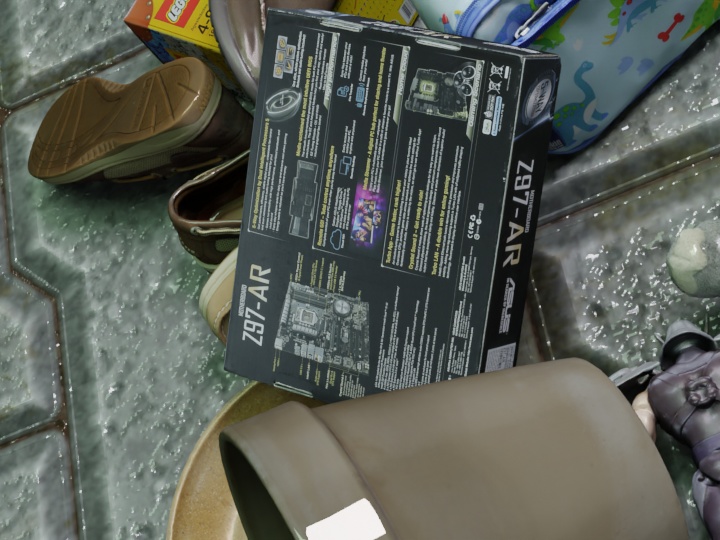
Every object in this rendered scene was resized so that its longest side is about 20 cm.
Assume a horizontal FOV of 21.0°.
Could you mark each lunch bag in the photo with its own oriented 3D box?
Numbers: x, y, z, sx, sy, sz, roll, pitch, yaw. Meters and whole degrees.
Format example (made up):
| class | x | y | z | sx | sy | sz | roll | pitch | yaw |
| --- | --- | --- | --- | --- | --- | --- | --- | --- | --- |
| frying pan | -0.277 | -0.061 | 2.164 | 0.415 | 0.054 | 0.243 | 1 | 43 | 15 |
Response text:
| class | x | y | z | sx | sy | sz | roll | pitch | yaw |
| --- | --- | --- | --- | --- | --- | --- | --- | --- | --- |
| lunch bag | 0.131 | -0.170 | 1.070 | 0.200 | 0.161 | 0.083 | -41 | 52 | 1 |

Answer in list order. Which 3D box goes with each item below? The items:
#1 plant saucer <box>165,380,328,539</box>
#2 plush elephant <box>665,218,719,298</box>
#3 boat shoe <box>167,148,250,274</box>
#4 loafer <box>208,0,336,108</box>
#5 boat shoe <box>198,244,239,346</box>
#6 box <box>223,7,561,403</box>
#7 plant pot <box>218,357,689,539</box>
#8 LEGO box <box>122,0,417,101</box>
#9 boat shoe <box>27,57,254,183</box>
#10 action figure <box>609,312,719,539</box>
| class | x | y | z | sx | sy | sz | roll | pitch | yaw |
| --- | --- | --- | --- | --- | --- | --- | --- | --- | --- |
| plant saucer | -0.011 | 0.138 | 1.054 | 0.198 | 0.035 | 0.202 | -12 | 59 | 21 |
| plush elephant | 0.238 | -0.052 | 0.912 | 0.199 | 0.155 | 0.165 | 32 | 78 | 36 |
| boat shoe | -0.021 | -0.057 | 1.141 | 0.201 | 0.075 | 0.075 | -26 | 55 | 13 |
| loafer | -0.043 | -0.173 | 1.119 | 0.070 | 0.073 | 0.202 | -17 | 58 | 19 |
| boat shoe | 0.000 | 0.000 | 1.100 | 0.199 | 0.074 | 0.070 | -28 | 51 | 13 |
| box | 0.013 | -0.026 | 1.020 | 0.159 | 0.043 | 0.202 | 14 | 103 | 31 |
| plant pot | 0.051 | 0.129 | 0.911 | 0.172 | 0.201 | 0.200 | -25 | 52 | -13 |
| LEGO box | -0.031 | -0.203 | 1.226 | 0.148 | 0.077 | 0.201 | 21 | 75 | 34 |
| boat shoe | -0.136 | -0.081 | 1.221 | 0.199 | 0.072 | 0.073 | -12 | 55 | 47 |
| action figure | 0.184 | 0.102 | 0.955 | 0.129 | 0.069 | 0.201 | -30 | 50 | 19 |
